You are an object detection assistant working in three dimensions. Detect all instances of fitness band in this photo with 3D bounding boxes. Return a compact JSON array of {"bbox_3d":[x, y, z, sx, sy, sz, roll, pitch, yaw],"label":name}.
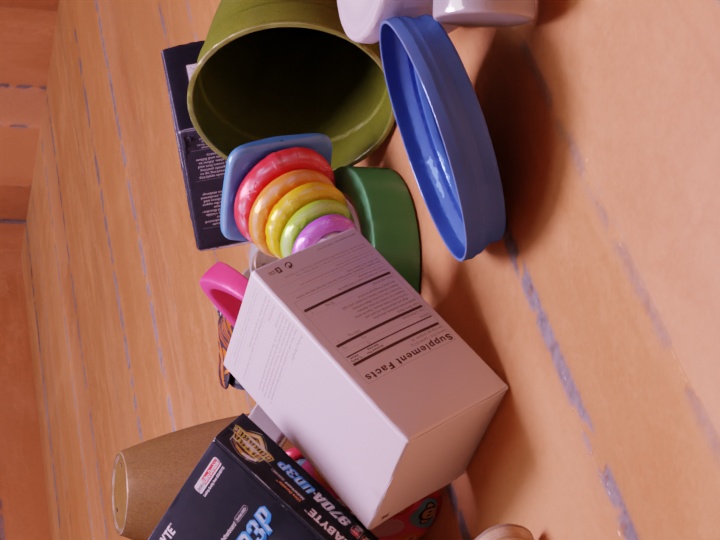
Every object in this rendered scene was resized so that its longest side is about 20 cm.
[{"bbox_3d":[-0.092,0.072,1.587,0.200,0.037,0.143,53,166,-31],"label":"fitness band"}]

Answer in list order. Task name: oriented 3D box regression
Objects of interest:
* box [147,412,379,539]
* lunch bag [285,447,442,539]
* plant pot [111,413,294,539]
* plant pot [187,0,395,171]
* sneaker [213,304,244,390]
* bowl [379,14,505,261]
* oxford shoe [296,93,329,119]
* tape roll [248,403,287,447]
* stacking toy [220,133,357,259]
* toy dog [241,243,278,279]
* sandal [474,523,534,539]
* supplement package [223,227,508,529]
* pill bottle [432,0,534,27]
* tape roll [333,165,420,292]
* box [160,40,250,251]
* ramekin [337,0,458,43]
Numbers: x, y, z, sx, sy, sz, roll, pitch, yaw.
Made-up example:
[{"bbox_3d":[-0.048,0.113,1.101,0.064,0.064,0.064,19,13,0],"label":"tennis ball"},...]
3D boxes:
[{"bbox_3d":[-0.091,0.238,1.291,0.159,0.046,0.200,42,130,8],"label":"box"},{"bbox_3d":[-0.035,0.224,1.380,0.200,0.175,0.082,123,139,-52],"label":"lunch bag"},{"bbox_3d":[-0.177,0.250,1.742,0.186,0.198,0.188,-177,90,-69],"label":"plant pot"},{"bbox_3d":[-0.064,-0.229,1.512,0.201,0.199,0.194,114,162,-46],"label":"plant pot"},{"bbox_3d":[-0.131,0.086,1.826,0.200,0.077,0.113,161,106,-80],"label":"sneaker"},{"bbox_3d":[0.066,-0.108,1.222,0.201,0.039,0.202,161,90,-85],"label":"bowl"},{"bbox_3d":[-0.065,-0.209,1.654,0.200,0.071,0.073,-128,48,-61],"label":"oxford shoe"},{"bbox_3d":[-0.091,0.156,1.442,0.204,0.037,0.203,-58,-2,-4],"label":"tape roll"},{"bbox_3d":[-0.040,-0.033,1.419,0.200,0.115,0.110,47,139,44],"label":"stacking toy"},{"bbox_3d":[-0.065,-0.047,1.651,0.132,0.096,0.201,-159,84,-77],"label":"toy dog"},{"bbox_3d":[0.086,0.295,1.183,0.070,0.077,0.213,-105,30,-52],"label":"sandal"},{"bbox_3d":[0.001,0.087,1.266,0.200,0.119,0.122,47,138,24],"label":"supplement package"},{"bbox_3d":[0.095,-0.289,1.154,0.109,0.108,0.202,-177,89,-70],"label":"pill bottle"},{"bbox_3d":[0.000,0.000,1.489,0.200,0.048,0.202,-179,90,-70],"label":"tape roll"},{"bbox_3d":[-0.163,-0.147,1.794,0.201,0.104,0.149,87,170,-50],"label":"box"},{"bbox_3d":[0.046,-0.290,1.293,0.202,0.093,0.204,-177,90,-75],"label":"ramekin"}]
